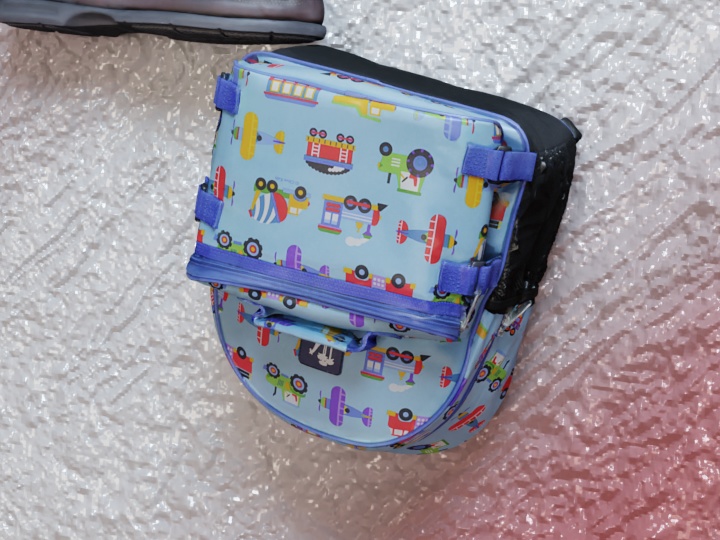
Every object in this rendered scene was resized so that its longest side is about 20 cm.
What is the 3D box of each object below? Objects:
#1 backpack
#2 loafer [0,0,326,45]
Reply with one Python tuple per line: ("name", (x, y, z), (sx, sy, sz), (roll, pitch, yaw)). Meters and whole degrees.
("backpack", (0.000, 0.000, 0.807), (0.181, 0.134, 0.202), (19, 105, 17))
("loafer", (-0.111, -0.158, 0.863), (0.198, 0.072, 0.064), (6, 94, 22))
